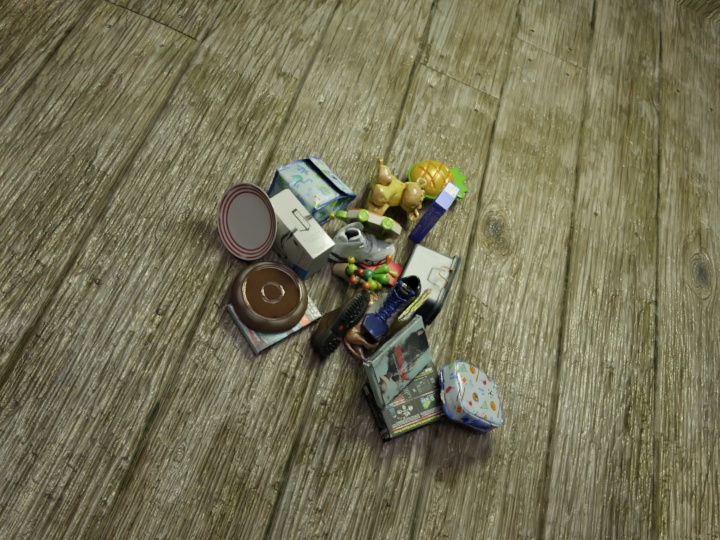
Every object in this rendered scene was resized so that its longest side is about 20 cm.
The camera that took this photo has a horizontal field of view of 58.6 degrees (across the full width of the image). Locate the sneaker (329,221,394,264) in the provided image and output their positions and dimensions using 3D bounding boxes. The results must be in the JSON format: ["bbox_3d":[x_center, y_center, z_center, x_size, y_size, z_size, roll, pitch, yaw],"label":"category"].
[{"bbox_3d":[0.012,-0.072,1.750,0.199,0.115,0.076,1,64,-18],"label":"sneaker"}]

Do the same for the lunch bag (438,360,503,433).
[{"bbox_3d":[0.279,0.326,1.637,0.200,0.075,0.161,28,45,-37],"label":"lunch bag"}]

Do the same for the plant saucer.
[{"bbox_3d":[-0.227,0.059,1.626,0.199,0.032,0.201,8,62,-14],"label":"plant saucer"}]

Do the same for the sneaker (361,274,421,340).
[{"bbox_3d":[0.084,0.076,1.623,0.081,0.115,0.199,42,75,9],"label":"sneaker"}]

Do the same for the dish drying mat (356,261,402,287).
[{"bbox_3d":[0.023,-0.035,1.813,0.200,0.018,0.077,34,59,1],"label":"dish drying mat"}]

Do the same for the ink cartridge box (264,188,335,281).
[{"bbox_3d":[-0.174,-0.091,1.696,0.084,0.146,0.200,-35,78,-30],"label":"ink cartridge box"}]

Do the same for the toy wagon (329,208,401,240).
[{"bbox_3d":[0.013,-0.133,1.777,0.199,0.155,0.040,19,78,-2],"label":"toy wagon"}]

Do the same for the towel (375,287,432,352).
[{"bbox_3d":[0.108,0.132,1.641,0.023,0.200,0.144,40,51,8],"label":"towel"}]

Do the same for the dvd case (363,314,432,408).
[{"bbox_3d":[0.096,0.223,1.573,0.200,0.147,0.022,-37,37,-30],"label":"dvd case"}]

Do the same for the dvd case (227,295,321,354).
[{"bbox_3d":[-0.218,0.107,1.643,0.199,0.022,0.146,-29,76,-30],"label":"dvd case"}]

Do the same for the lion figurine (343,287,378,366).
[{"bbox_3d":[0.006,0.143,1.685,0.122,0.073,0.200,28,62,5],"label":"lion figurine"}]

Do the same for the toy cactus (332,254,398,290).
[{"bbox_3d":[0.000,0.000,1.714,0.200,0.164,0.103,-4,102,-57],"label":"toy cactus"}]

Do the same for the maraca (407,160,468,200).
[{"bbox_3d":[0.237,-0.273,1.959,0.199,0.107,0.138,3,66,-18],"label":"maraca"}]

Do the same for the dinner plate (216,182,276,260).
[{"bbox_3d":[-0.291,-0.127,1.661,0.200,0.200,0.024,53,31,12],"label":"dinner plate"}]

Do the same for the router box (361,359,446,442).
[{"bbox_3d":[0.123,0.330,1.633,0.199,0.062,0.150,-14,69,-25],"label":"router box"}]

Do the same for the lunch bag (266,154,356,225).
[{"bbox_3d":[-0.128,-0.229,1.804,0.170,0.128,0.200,46,45,12],"label":"lunch bag"}]

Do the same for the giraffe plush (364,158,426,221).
[{"bbox_3d":[0.109,-0.217,1.857,0.161,0.173,0.200,16,27,-5],"label":"giraffe plush"}]

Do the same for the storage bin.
[{"bbox_3d":[0.179,0.025,1.766,0.134,0.146,0.201,26,58,-1],"label":"storage bin"}]

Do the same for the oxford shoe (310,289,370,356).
[{"bbox_3d":[-0.057,0.119,1.648,0.200,0.073,0.084,-46,44,-12],"label":"oxford shoe"}]

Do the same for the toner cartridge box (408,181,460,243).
[{"bbox_3d":[0.209,-0.162,1.837,0.043,0.200,0.095,37,58,1],"label":"toner cartridge box"}]
